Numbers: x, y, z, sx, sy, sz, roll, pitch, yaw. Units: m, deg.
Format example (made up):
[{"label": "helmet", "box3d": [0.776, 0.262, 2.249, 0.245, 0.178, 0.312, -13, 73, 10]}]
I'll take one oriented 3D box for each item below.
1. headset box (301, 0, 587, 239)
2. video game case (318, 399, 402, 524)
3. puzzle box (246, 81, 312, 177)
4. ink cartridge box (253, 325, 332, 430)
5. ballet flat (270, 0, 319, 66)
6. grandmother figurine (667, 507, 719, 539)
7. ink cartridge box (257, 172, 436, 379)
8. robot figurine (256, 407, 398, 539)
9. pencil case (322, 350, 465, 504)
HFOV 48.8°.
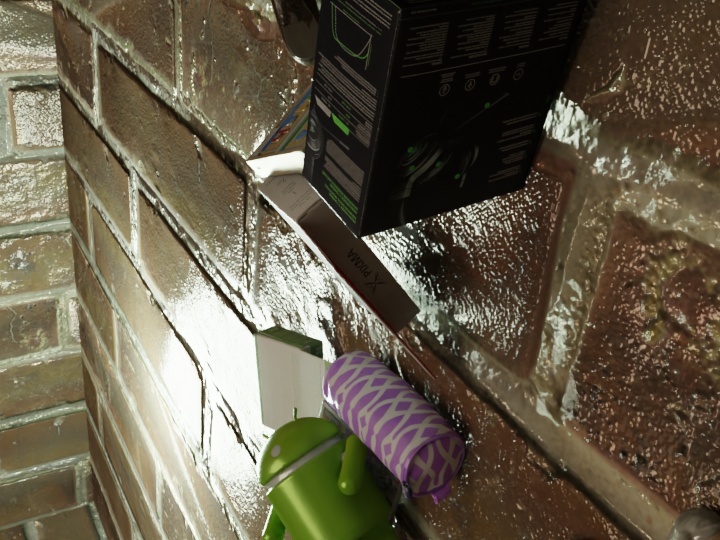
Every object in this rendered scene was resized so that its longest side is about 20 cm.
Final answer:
[{"label": "headset box", "box3d": [0.057, -0.135, 0.608, 0.093, 0.174, 0.200, 49, 145, 35]}, {"label": "video game case", "box3d": [-0.013, 0.275, 1.015, 0.143, 0.018, 0.200, 39, 134, 30]}, {"label": "puzzle box", "box3d": [-0.019, -0.173, 0.759, 0.025, 0.200, 0.133, 44, 161, -24]}, {"label": "ink cartridge box", "box3d": [-0.065, 0.168, 1.082, 0.200, 0.048, 0.146, 13, 112, 42]}, {"label": "ballet flat", "box3d": [-0.081, -0.337, 0.938, 0.046, 0.067, 0.201, 26, -132, -85]}, {"label": "grandmother figurine", "box3d": [0.271, 0.209, 0.481, 0.200, 0.060, 0.122, 27, 95, 59]}, {"label": "ink cartridge box", "box3d": [0.000, 0.000, 0.788, 0.200, 0.045, 0.176, 49, 176, -41]}, {"label": "robot figurine", "box3d": [-0.044, 0.261, 0.936, 0.175, 0.116, 0.200, -43, 76, 35]}, {"label": "pencil case", "box3d": [0.034, 0.165, 0.871, 0.200, 0.084, 0.086, 41, 157, 51]}]
